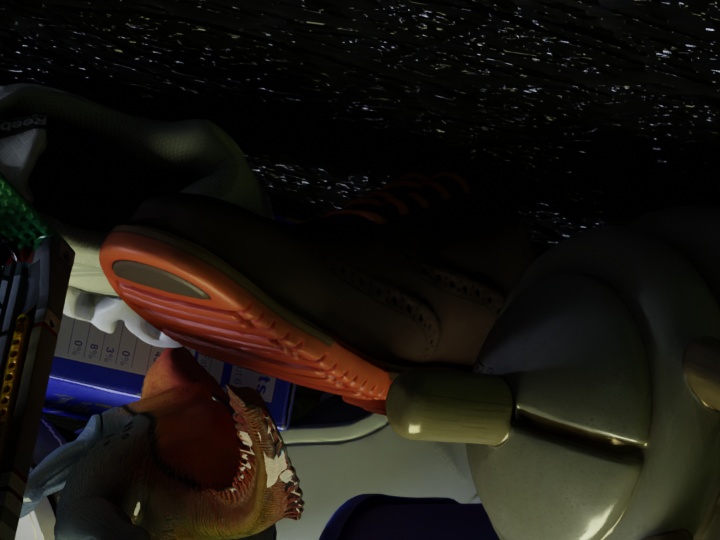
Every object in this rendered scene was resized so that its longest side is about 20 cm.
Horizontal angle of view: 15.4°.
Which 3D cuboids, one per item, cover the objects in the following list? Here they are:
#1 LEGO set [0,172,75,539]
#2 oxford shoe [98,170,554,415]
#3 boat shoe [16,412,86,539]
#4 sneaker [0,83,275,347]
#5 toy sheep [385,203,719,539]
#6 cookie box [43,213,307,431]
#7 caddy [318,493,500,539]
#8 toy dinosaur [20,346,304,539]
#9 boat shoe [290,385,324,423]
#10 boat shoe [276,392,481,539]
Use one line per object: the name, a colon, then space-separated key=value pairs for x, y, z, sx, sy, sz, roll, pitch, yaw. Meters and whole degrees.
LEGO set: x=-0.167 y=0.013 z=0.660 sx=0.154 sy=0.116 sz=0.200 roll=-5 pitch=144 yaw=18
oxford shoe: x=0.000 y=0.000 z=0.748 sx=0.071 sy=0.073 sz=0.200 roll=15 pitch=176 yaw=33
boat shoe: x=-0.101 y=0.072 z=0.939 sx=0.063 sy=0.073 sz=0.200 roll=-26 pitch=175 yaw=-10
sneaker: x=-0.123 y=-0.026 z=0.757 sx=0.200 sy=0.075 sz=0.081 roll=3 pitch=164 yaw=-2
toy sheep: x=0.097 y=0.043 z=0.705 sx=0.200 sy=0.138 sz=0.138 roll=13 pitch=172 yaw=-31
cookie box: x=-0.130 y=0.005 z=0.924 sx=0.200 sy=0.075 sz=0.171 roll=13 pitch=172 yaw=-13
caddy: x=0.036 y=0.139 z=0.817 sx=0.105 sy=0.142 sz=0.200 roll=-4 pitch=172 yaw=20
toy dinosaur: x=-0.039 y=0.064 z=0.754 sx=0.105 sy=0.182 sz=0.200 roll=34 pitch=123 yaw=-16
boat shoe: x=0.024 y=0.045 z=1.013 sx=0.201 sy=0.072 sz=0.066 roll=1 pitch=163 yaw=30
boat shoe: x=0.014 y=0.068 z=0.930 sx=0.200 sy=0.073 sz=0.062 roll=-34 pitch=176 yaw=16
